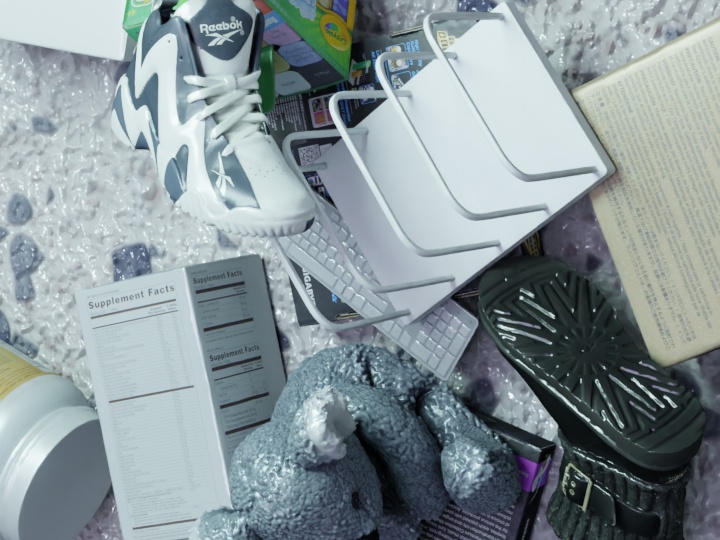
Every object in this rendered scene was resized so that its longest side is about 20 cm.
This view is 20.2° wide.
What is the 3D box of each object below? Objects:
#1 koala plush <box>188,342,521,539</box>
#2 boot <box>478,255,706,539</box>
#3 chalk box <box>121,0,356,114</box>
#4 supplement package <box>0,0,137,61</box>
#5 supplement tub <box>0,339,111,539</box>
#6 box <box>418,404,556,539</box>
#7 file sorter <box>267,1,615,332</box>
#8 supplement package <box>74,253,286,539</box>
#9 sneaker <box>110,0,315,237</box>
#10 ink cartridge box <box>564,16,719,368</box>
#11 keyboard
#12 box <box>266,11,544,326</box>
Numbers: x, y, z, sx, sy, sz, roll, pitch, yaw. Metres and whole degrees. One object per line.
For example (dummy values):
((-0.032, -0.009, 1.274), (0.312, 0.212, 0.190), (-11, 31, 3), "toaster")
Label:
((-0.025, 0.143, 1.413), (0.177, 0.199, 0.184), (-47, 71, 25), "koala plush")
((0.151, 0.106, 1.398), (0.211, 0.079, 0.158), (51, 156, 33), "boot")
((-0.083, -0.200, 1.446), (0.124, 0.124, 0.202), (-11, 58, 29), "chalk box")
((-0.224, -0.234, 1.571), (0.199, 0.121, 0.121), (13, 101, 28), "supplement package")
((-0.310, 0.130, 1.642), (0.199, 0.144, 0.146), (28, 108, 24), "supplement tub")
((0.054, 0.197, 1.507), (0.142, 0.036, 0.202), (22, 104, 27), "box")
((0.038, -0.066, 1.364), (0.200, 0.124, 0.139), (-38, 75, 32), "file sorter")
((-0.128, 0.098, 1.556), (0.113, 0.109, 0.202), (-11, 90, 30), "supplement package")
((-0.090, -0.116, 1.325), (0.199, 0.079, 0.131), (46, 133, 45), "sneaker")
((0.242, -0.057, 1.351), (0.164, 0.075, 0.202), (-24, 83, 29), "ink cartridge box")
((0.000, 0.000, 1.478), (0.200, 0.011, 0.057), (39, 113, 19), "keyboard")
((0.026, -0.072, 1.487), (0.197, 0.050, 0.202), (-12, 91, 28), "box")
